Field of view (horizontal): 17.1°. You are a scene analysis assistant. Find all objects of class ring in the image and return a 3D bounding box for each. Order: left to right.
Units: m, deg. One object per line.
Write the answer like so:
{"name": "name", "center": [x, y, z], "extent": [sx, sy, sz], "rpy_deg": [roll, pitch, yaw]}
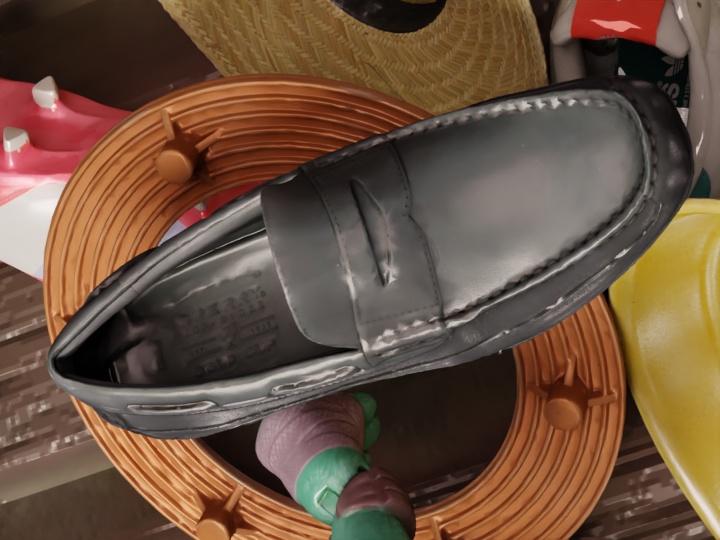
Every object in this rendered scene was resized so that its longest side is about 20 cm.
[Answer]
{"name": "ring", "center": [-0.013, 0.030, 0.772], "extent": [0.199, 0.019, 0.201], "rpy_deg": [10, 124, 15]}

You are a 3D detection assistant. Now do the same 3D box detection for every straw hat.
{"name": "straw hat", "center": [0.008, -0.127, 0.772], "extent": [0.201, 0.201, 0.085], "rpy_deg": [34, 62, 18]}

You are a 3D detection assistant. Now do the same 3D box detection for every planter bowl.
{"name": "planter bowl", "center": [0.170, 0.042, 0.697], "extent": [0.083, 0.201, 0.201], "rpy_deg": [-36, 74, -20]}

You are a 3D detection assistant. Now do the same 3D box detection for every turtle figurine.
{"name": "turtle figurine", "center": [0.023, 0.119, 0.683], "extent": [0.150, 0.101, 0.200], "rpy_deg": [-44, 44, -8]}

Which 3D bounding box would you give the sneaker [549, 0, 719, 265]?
{"name": "sneaker", "center": [0.098, -0.096, 0.743], "extent": [0.070, 0.093, 0.201], "rpy_deg": [7, 92, 21]}

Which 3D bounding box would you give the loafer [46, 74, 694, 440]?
{"name": "loafer", "center": [0.000, 0.000, 0.683], "extent": [0.200, 0.070, 0.068], "rpy_deg": [-24, 76, 26]}

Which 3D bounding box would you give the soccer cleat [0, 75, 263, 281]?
{"name": "soccer cleat", "center": [-0.062, -0.016, 0.825], "extent": [0.199, 0.077, 0.067], "rpy_deg": [14, 50, 16]}
